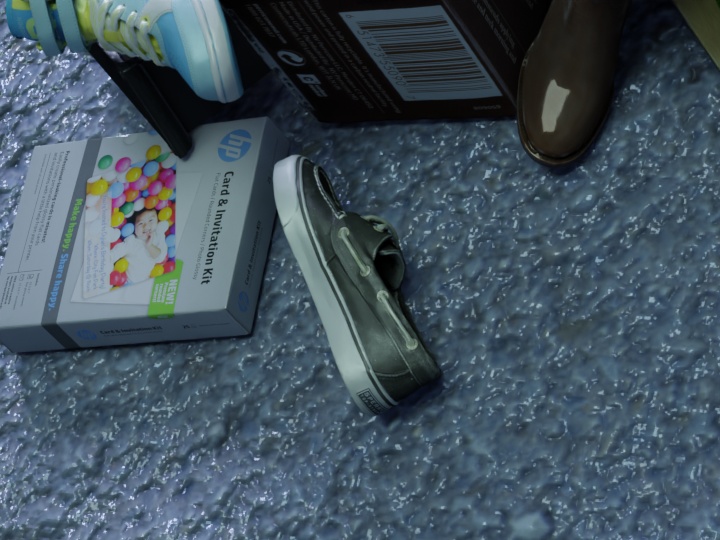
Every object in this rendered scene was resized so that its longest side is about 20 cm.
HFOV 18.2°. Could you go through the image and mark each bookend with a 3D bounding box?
[{"bbox_3d":[-0.112,-0.214,1.624,0.198,0.092,0.200,-37,44,-4],"label":"bookend"}]

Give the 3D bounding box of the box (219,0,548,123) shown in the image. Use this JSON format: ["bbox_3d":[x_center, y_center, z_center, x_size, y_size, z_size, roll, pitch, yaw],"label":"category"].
[{"bbox_3d":[0.028,-0.226,1.530,0.164,0.166,0.201,-1,61,29],"label":"box"}]

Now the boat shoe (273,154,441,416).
[{"bbox_3d":[0.000,0.000,1.474,0.063,0.071,0.201,-29,59,11],"label":"boat shoe"}]

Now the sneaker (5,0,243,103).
[{"bbox_3d":[-0.160,-0.159,1.485,0.130,0.080,0.200,-21,43,-10],"label":"sneaker"}]

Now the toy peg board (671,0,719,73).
[{"bbox_3d":[0.295,-0.198,1.393,0.199,0.098,0.200,-33,58,8],"label":"toy peg board"}]

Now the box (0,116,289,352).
[{"bbox_3d":[-0.157,-0.024,1.591,0.199,0.041,0.157,-4,59,26],"label":"box"}]

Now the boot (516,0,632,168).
[{"bbox_3d":[0.141,-0.179,1.408,0.064,0.200,0.187,13,74,5],"label":"boot"}]
